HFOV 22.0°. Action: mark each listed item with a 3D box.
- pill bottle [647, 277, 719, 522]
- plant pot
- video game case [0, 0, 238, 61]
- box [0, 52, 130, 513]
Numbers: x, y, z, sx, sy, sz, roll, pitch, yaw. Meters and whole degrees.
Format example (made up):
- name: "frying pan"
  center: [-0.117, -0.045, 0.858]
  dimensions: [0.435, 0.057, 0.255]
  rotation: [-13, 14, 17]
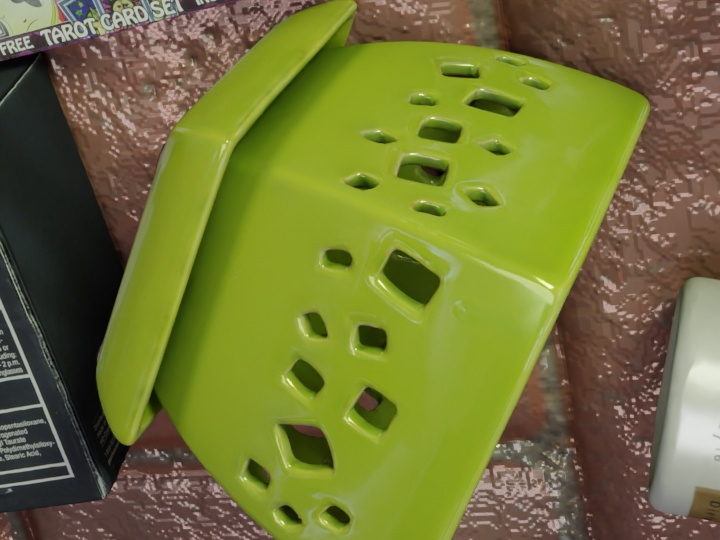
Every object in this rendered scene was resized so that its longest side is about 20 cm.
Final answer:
- name: "pill bottle"
  center: [0.242, 0.074, 0.873]
  dimensions: [0.199, 0.114, 0.115]
  rotation: [9, 122, 8]
- name: "plant pot"
  center: [0.000, 0.000, 0.844]
  dimensions: [0.181, 0.200, 0.199]
  rotation: [25, 123, 6]
- name: "video game case"
  center: [-0.121, -0.200, 0.843]
  dimensions: [0.199, 0.036, 0.182]
  rotation: [-10, 116, 19]
- name: "box"
  center: [-0.232, 0.015, 0.944]
  dimensions: [0.199, 0.123, 0.199]
  rotation: [-9, 119, 16]
